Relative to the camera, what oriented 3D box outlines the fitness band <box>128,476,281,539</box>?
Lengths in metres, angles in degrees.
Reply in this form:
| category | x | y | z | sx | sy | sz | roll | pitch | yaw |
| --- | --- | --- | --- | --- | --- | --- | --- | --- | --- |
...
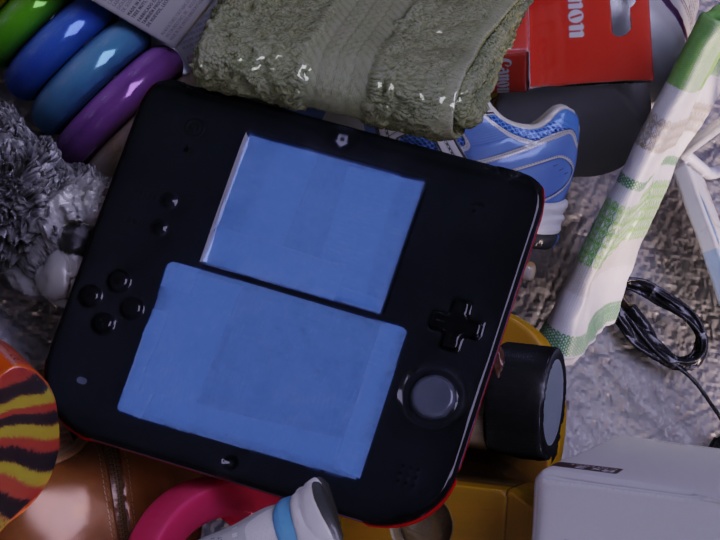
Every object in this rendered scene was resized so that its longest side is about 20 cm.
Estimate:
| category | x | y | z | sx | sy | sz | roll | pitch | yaw |
| --- | --- | --- | --- | --- | --- | --- | --- | --- | --- |
| fitness band | -0.070 | 0.196 | 1.179 | 0.144 | 0.037 | 0.200 | -9 | 98 | -53 |

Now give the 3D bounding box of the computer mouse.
| category | x | y | z | sx | sy | sz | roll | pitch | yaw |
| --- | --- | --- | --- | --- | --- | --- | --- | --- | --- |
| computer mouse | 0.201 | 0.088 | 1.460 | 0.059 | 0.034 | 0.200 | -30 | 83 | -22 |

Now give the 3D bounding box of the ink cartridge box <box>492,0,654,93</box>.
| category | x | y | z | sx | sy | sz | roll | pitch | yaw |
| --- | --- | --- | --- | --- | --- | --- | --- | --- | --- |
| ink cartridge box | 0.055 | -0.152 | 1.357 | 0.200 | 0.050 | 0.109 | -2 | 66 | 4 |

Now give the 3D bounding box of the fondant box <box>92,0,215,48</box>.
| category | x | y | z | sx | sy | sz | roll | pitch | yaw |
| --- | --- | --- | --- | --- | --- | --- | --- | --- | --- |
| fondant box | -0.166 | -0.210 | 1.267 | 0.200 | 0.058 | 0.144 | 30 | 22 | -30 |

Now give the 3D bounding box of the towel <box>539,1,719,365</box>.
| category | x | y | z | sx | sy | sz | roll | pitch | yaw |
| --- | --- | --- | --- | --- | --- | --- | --- | --- | --- |
| towel | 0.156 | -0.049 | 1.359 | 0.031 | 0.200 | 0.149 | 28 | 16 | 7 |

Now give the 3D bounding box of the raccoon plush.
| category | x | y | z | sx | sy | sz | roll | pitch | yaw |
| --- | --- | --- | --- | --- | --- | --- | --- | --- | --- |
| raccoon plush | -0.169 | -0.069 | 1.237 | 0.134 | 0.097 | 0.200 | 3 | 69 | -34 |

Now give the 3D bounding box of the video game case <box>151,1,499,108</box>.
| category | x | y | z | sx | sy | sz | roll | pitch | yaw |
| --- | --- | --- | --- | --- | --- | --- | --- | --- | --- |
| video game case | -0.017 | -0.113 | 1.404 | 0.200 | 0.023 | 0.182 | -28 | 87 | -39 |

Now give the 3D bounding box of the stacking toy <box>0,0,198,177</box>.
| category | x | y | z | sx | sy | sz | roll | pitch | yaw |
| --- | --- | --- | --- | --- | --- | --- | --- | --- | --- |
| stacking toy | -0.167 | -0.133 | 1.279 | 0.200 | 0.085 | 0.085 | 47 | 52 | -3 |

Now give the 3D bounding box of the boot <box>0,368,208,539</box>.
| category | x | y | z | sx | sy | sz | roll | pitch | yaw |
| --- | --- | --- | --- | --- | --- | --- | --- | --- | --- |
| boot | -0.094 | 0.115 | 1.226 | 0.200 | 0.074 | 0.155 | -15 | 79 | -27 |

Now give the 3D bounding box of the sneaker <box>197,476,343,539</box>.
| category | x | y | z | sx | sy | sz | roll | pitch | yaw |
| --- | --- | --- | --- | --- | --- | --- | --- | --- | --- |
| sneaker | -0.038 | 0.169 | 1.145 | 0.087 | 0.200 | 0.075 | -15 | 46 | -2 |

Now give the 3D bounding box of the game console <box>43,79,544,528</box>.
| category | x | y | z | sx | sy | sz | roll | pitch | yaw |
| --- | --- | --- | --- | --- | --- | --- | --- | --- | --- |
| game console | -0.032 | 0.015 | 1.168 | 0.200 | 0.031 | 0.177 | 16 | 81 | 12 |

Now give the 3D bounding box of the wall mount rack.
| category | x | y | z | sx | sy | sz | roll | pitch | yaw |
| --- | --- | --- | --- | --- | --- | --- | --- | --- | --- |
| wall mount rack | 0.228 | -0.023 | 1.450 | 0.174 | 0.075 | 0.200 | 20 | 50 | -73 |

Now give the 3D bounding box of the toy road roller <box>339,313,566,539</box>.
| category | x | y | z | sx | sy | sz | roll | pitch | yaw |
| --- | --- | --- | --- | --- | --- | --- | --- | --- | --- |
| toy road roller | 0.049 | 0.117 | 1.284 | 0.146 | 0.123 | 0.200 | 6 | 89 | -73 |

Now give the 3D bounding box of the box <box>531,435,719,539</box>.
| category | x | y | z | sx | sy | sz | roll | pitch | yaw |
| --- | --- | --- | --- | --- | --- | --- | --- | --- | --- |
| box | 0.194 | 0.161 | 1.217 | 0.200 | 0.199 | 0.131 | -5 | 101 | -72 |

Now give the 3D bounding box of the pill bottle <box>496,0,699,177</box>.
| category | x | y | z | sx | sy | sz | roll | pitch | yaw |
| --- | --- | --- | --- | --- | --- | --- | --- | --- | --- |
| pill bottle | 0.137 | -0.152 | 1.454 | 0.112 | 0.112 | 0.200 | 33 | 49 | -18 |

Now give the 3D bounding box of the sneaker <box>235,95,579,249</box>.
| category | x | y | z | sx | sy | sz | roll | pitch | yaw |
| --- | --- | --- | --- | --- | --- | --- | --- | --- | --- |
| sneaker | 0.019 | -0.079 | 1.313 | 0.200 | 0.076 | 0.077 | 21 | 95 | -8 |

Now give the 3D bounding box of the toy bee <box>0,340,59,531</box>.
| category | x | y | z | sx | sy | sz | roll | pitch | yaw |
| --- | --- | --- | --- | --- | --- | --- | --- | --- | --- |
| toy bee | -0.208 | 0.126 | 1.135 | 0.109 | 0.200 | 0.131 | 57 | 9 | -34 |

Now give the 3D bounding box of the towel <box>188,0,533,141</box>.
| category | x | y | z | sx | sy | sz | roll | pitch | yaw |
| --- | --- | --- | --- | --- | --- | --- | --- | --- | --- |
| towel | 0.005 | -0.126 | 1.251 | 0.148 | 0.037 | 0.200 | 12 | 30 | 9 |

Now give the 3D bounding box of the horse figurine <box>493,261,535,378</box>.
| category | x | y | z | sx | sy | sz | roll | pitch | yaw |
| --- | --- | --- | --- | --- | --- | --- | --- | --- | --- |
| horse figurine | 0.000 | 0.000 | 1.251 | 0.132 | 0.200 | 0.050 | -1 | 106 | -24 |
